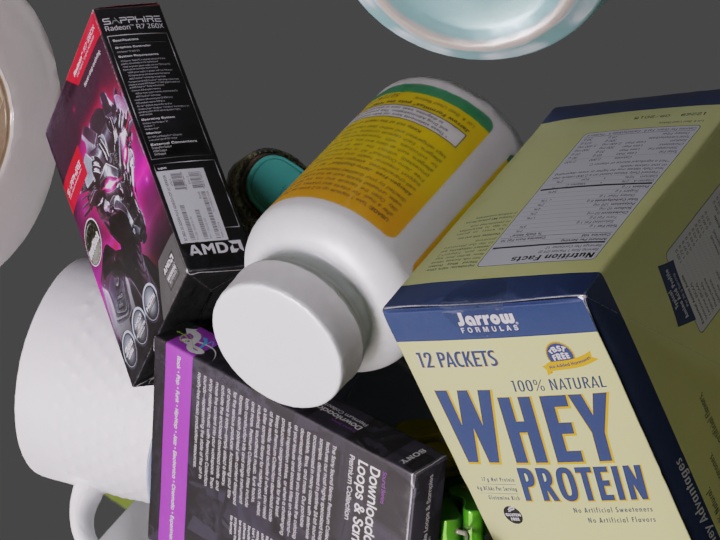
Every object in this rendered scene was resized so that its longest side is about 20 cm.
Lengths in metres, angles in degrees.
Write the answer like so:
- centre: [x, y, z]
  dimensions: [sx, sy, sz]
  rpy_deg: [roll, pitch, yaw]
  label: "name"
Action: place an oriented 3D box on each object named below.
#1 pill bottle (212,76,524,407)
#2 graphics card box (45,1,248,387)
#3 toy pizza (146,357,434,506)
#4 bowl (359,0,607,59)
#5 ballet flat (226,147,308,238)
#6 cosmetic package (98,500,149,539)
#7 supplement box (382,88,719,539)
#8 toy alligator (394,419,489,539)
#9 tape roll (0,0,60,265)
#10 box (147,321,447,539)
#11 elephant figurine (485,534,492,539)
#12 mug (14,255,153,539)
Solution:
- centre: [0.005, -0.014, 1.676]
  dimensions: [0.113, 0.200, 0.113]
  rpy_deg: [21, 135, 22]
  label: "pill bottle"
- centre: [-0.129, -0.046, 1.787]
  dimensions: [0.200, 0.051, 0.126]
  rpy_deg: [68, 148, 28]
  label: "graphics card box"
- centre: [-0.030, 0.124, 1.802]
  dimensions: [0.199, 0.032, 0.201]
  rpy_deg: [0, 109, 1]
  label: "toy pizza"
- centre: [0.061, -0.187, 1.508]
  dimensions: [0.200, 0.105, 0.201]
  rpy_deg: [6, 129, 8]
  label: "bowl"
- centre: [0.000, 0.000, 1.800]
  dimensions: [0.200, 0.068, 0.075]
  rpy_deg: [37, 160, -3]
  label: "ballet flat"
- centre: [-0.103, 0.191, 1.939]
  dimensions: [0.113, 0.200, 0.081]
  rpy_deg: [0, 126, 36]
  label: "cosmetic package"
- centre: [0.148, 0.040, 1.611]
  dimensions: [0.134, 0.200, 0.200]
  rpy_deg: [-4, 121, 41]
  label: "supplement box"
- centre: [0.059, 0.131, 1.690]
  dimensions: [0.200, 0.054, 0.060]
  rpy_deg: [-135, 41, -66]
  label: "toy alligator"
- centre: [-0.301, -0.094, 1.847]
  dimensions: [0.139, 0.203, 0.203]
  rpy_deg: [7, 129, 34]
  label: "tape roll"
- centre: [-0.039, 0.131, 1.696]
  dimensions: [0.200, 0.036, 0.143]
  rpy_deg: [28, 127, 34]
  label: "box"
- centre: [0.141, 0.183, 1.768]
  dimensions: [0.200, 0.141, 0.156]
  rpy_deg: [-21, 71, 57]
  label: "elephant figurine"
- centre: [-0.116, 0.102, 1.880]
  dimensions: [0.175, 0.201, 0.148]
  rpy_deg: [12, 164, 22]
  label: "mug"
